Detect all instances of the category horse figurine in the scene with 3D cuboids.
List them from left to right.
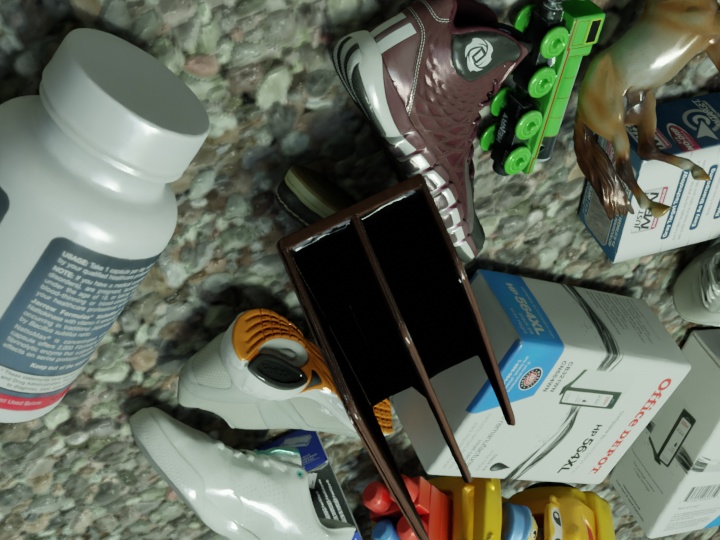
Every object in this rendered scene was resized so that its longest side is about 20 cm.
[{"bbox_3d":[0.200,-0.125,0.769,0.050,0.133,0.201,-8,143,-51],"label":"horse figurine"}]

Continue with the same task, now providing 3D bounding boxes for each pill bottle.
[{"bbox_3d":[-0.172,-0.025,0.654,0.118,0.120,0.201,20,118,-40],"label":"pill bottle"}]

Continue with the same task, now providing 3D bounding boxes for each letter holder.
[{"bbox_3d":[0.039,0.068,0.742,0.099,0.143,0.201,-24,142,1],"label":"letter holder"}]

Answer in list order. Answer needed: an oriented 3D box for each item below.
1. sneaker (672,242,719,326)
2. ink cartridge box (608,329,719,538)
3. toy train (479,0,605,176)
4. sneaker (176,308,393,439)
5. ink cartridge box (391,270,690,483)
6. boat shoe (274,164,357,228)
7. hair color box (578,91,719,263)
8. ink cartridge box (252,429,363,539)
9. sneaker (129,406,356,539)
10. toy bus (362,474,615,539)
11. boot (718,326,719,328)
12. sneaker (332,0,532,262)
[{"bbox_3d":[0.302,0.001,0.927,0.080,0.077,0.200,-4,168,-21],"label":"sneaker"},{"bbox_3d":[0.352,0.155,1.135,0.144,0.085,0.202,-1,129,-28],"label":"ink cartridge box"},{"bbox_3d":[0.127,-0.149,0.766,0.056,0.042,0.202,-15,136,-31],"label":"toy train"},{"bbox_3d":[-0.054,0.087,0.872,0.091,0.077,0.199,-26,145,28],"label":"sneaker"},{"bbox_3d":[0.148,0.092,0.954,0.197,0.085,0.147,10,125,-34],"label":"ink cartridge box"},{"bbox_3d":[0.000,0.000,0.806,0.065,0.073,0.200,-43,136,7],"label":"boat shoe"},{"bbox_3d":[0.272,-0.080,0.891,0.197,0.061,0.101,-13,136,-19],"label":"hair color box"},{"bbox_3d":[-0.052,0.220,1.002,0.093,0.044,0.202,-23,137,-6],"label":"ink cartridge box"},{"bbox_3d":[-0.086,0.159,0.885,0.089,0.075,0.200,-47,107,-13],"label":"sneaker"},{"bbox_3d":[0.096,0.231,1.002,0.198,0.137,0.192,-19,135,30],"label":"toy bus"},{"bbox_3d":[0.424,0.010,1.020,0.197,0.070,0.175,3,146,-28],"label":"boot"},{"bbox_3d":[0.071,-0.096,0.758,0.115,0.076,0.201,-35,137,0],"label":"sneaker"}]
